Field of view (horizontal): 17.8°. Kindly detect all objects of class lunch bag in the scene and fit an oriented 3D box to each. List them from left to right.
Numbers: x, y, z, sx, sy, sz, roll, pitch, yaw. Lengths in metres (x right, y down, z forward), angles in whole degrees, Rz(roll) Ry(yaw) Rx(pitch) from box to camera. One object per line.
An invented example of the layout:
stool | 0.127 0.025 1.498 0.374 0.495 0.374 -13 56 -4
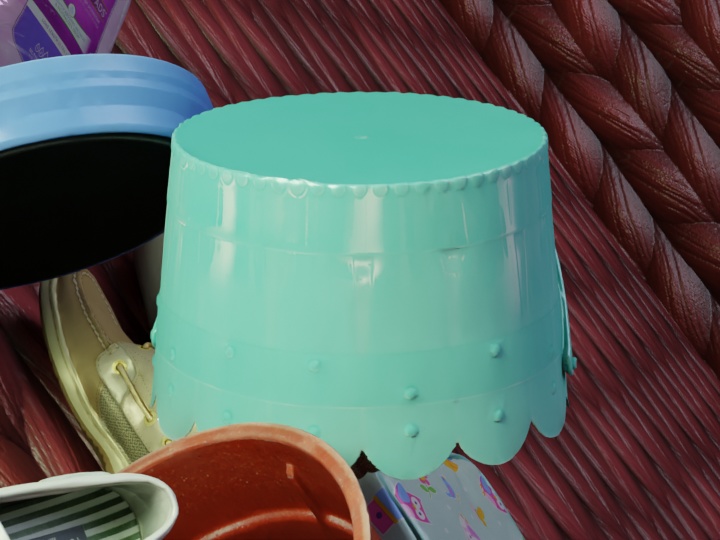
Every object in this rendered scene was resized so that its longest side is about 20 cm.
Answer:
lunch bag | 0.050 0.191 1.482 0.161 0.077 0.200 55 14 17

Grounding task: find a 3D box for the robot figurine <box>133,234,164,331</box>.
robot figurine | -0.077 0.017 1.426 0.201 0.112 0.170 -111 -174 -49

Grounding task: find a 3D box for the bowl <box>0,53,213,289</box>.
bowl | -0.165 -0.042 1.137 0.200 0.199 0.040 22 47 -63

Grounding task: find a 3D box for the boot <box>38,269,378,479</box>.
boot | -0.077 0.054 1.241 0.201 0.155 0.073 61 10 26

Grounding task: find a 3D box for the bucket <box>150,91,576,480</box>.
bucket | 0.000 0.000 1.079 0.207 0.205 0.136 -75 167 -72

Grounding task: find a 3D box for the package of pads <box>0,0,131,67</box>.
package of pads | -0.196 -0.139 1.304 0.121 0.075 0.201 61 38 -48

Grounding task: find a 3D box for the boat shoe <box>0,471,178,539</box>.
boat shoe | -0.156 0.114 0.889 0.199 0.067 0.074 -23 80 -47

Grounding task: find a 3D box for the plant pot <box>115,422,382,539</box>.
plant pot | -0.033 0.204 0.994 0.196 0.200 0.201 51 12 -36
